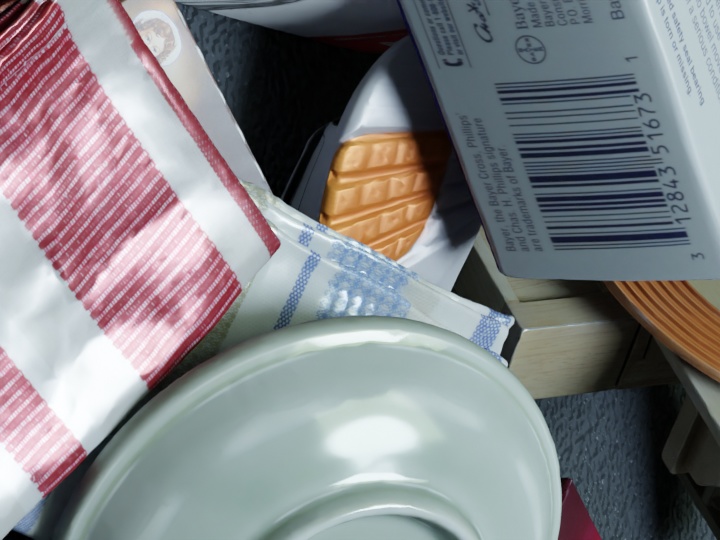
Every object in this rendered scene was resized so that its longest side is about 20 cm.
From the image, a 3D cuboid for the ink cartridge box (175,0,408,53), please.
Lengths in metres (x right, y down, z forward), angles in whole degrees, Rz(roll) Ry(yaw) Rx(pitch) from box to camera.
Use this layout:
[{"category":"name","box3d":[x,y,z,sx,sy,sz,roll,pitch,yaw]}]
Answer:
[{"category":"ink cartridge box","box3d":[-0.021,-0.169,1.058,0.200,0.083,0.147,9,82,-53]}]

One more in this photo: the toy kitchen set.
[{"category":"toy kitchen set","box3d":[0.136,0.078,1.200,0.200,0.163,0.180,-5,134,-24]}]

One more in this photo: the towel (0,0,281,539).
[{"category":"towel","box3d":[-0.123,0.012,0.911,0.200,0.023,0.144,-46,127,-19]}]

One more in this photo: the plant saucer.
[{"category":"plant saucer","box3d":[-0.011,0.113,0.997,0.200,0.050,0.200,-12,122,-21]}]

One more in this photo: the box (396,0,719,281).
[{"category":"box","box3d":[0.105,-0.126,1.070,0.200,0.105,0.184,-54,133,-43]}]

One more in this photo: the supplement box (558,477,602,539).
[{"category":"supplement box","box3d":[0.081,0.194,1.197,0.109,0.061,0.200,-55,129,-38]}]

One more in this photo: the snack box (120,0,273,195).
[{"category":"snack box","box3d":[-0.062,-0.006,1.018,0.072,0.024,0.200,-33,119,-12]}]

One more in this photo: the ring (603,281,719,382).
[{"category":"ring","box3d":[0.183,-0.009,1.163,0.200,0.200,0.019,-36,156,-48]}]

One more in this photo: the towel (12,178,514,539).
[{"category":"towel","box3d":[-0.045,0.047,1.009,0.200,0.024,0.147,27,87,-35]}]

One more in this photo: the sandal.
[{"category":"sandal","box3d":[-0.007,0.000,1.100,0.079,0.059,0.207,9,102,-39]}]
